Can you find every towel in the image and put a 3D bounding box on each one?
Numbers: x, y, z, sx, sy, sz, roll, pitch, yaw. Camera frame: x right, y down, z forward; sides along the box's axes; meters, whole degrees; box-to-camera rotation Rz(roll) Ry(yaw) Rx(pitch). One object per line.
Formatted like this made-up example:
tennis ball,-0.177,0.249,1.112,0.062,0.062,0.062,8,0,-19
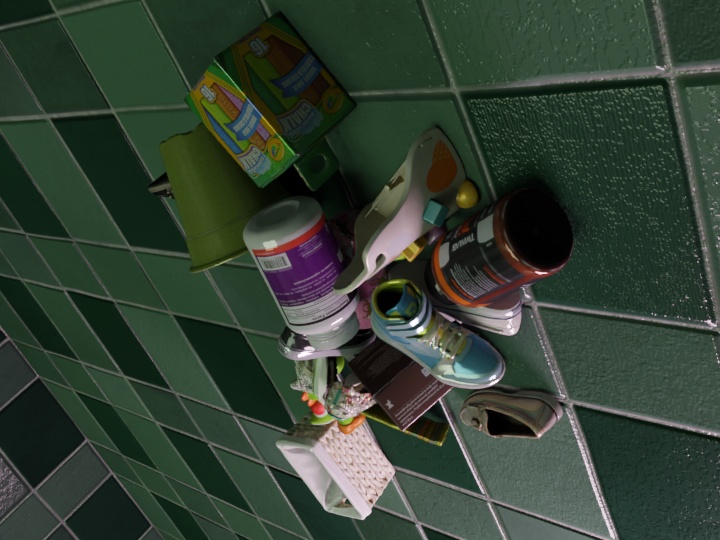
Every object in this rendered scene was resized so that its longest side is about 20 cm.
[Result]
towel,0.050,0.241,1.442,0.200,0.086,0.018,21,100,9

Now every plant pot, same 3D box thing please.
plant pot,-0.201,-0.125,1.264,0.200,0.200,0.190,-11,106,53

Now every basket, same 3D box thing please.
basket,-0.045,0.373,1.694,0.135,0.123,0.200,-8,121,52

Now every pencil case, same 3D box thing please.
pencil case,0.000,0.000,1.256,0.083,0.087,0.200,-9,135,-1

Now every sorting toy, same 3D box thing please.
sorting toy,0.039,-0.048,1.063,0.107,0.180,0.200,43,148,1

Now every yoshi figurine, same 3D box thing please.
yoshi figurine,-0.049,0.205,1.555,0.112,0.112,0.200,-13,140,12

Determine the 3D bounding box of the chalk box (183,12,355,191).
chalk box,-0.103,-0.198,1.102,0.200,0.125,0.124,48,148,-9

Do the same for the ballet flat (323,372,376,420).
ballet flat,0.004,0.191,1.417,0.075,0.200,0.064,20,105,16

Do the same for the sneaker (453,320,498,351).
sneaker,0.108,0.097,1.249,0.200,0.078,0.085,46,149,-5

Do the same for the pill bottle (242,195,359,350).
pill bottle,-0.072,0.007,1.165,0.112,0.112,0.200,6,129,45

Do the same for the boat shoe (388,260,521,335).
boat shoe,0.129,0.042,1.178,0.200,0.071,0.070,14,135,29

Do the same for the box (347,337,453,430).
box,0.055,0.154,1.268,0.075,0.100,0.200,51,176,-11

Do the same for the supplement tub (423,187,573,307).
supplement tub,0.156,-0.017,1.038,0.107,0.107,0.200,47,147,-6

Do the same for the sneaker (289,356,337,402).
sneaker,-0.090,0.120,1.426,0.088,0.077,0.201,1,99,13

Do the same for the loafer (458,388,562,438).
loafer,0.212,0.221,1.290,0.072,0.063,0.200,52,147,-14

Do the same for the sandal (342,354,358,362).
sandal,0.040,0.154,1.396,0.200,0.075,0.048,37,114,-6

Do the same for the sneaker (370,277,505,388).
sneaker,0.093,0.080,1.109,0.200,0.080,0.131,24,162,18

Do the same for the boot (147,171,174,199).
boot,-0.263,-0.107,1.433,0.203,0.074,0.154,-4,128,52

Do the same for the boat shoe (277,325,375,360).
boat shoe,-0.041,0.094,1.332,0.069,0.200,0.057,41,121,31
